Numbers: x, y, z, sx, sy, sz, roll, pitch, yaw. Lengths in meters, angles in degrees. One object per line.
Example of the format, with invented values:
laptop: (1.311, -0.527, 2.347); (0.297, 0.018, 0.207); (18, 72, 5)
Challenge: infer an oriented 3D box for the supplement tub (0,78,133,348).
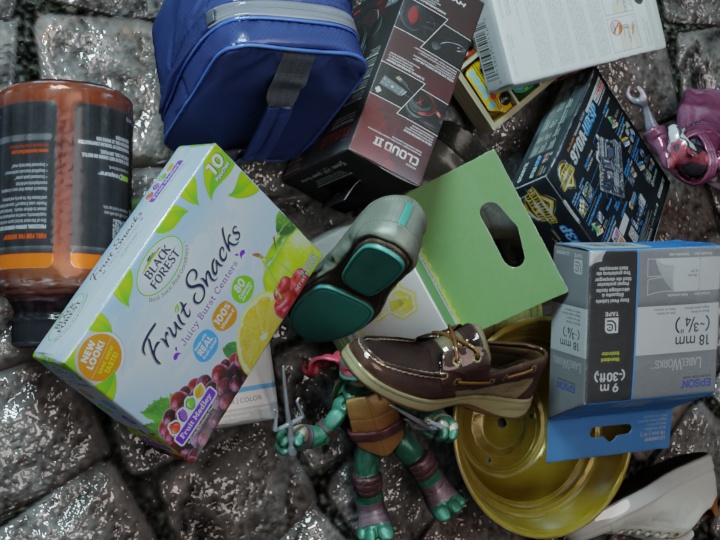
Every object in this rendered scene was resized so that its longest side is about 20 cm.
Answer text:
supplement tub: (-0.231, -0.040, 0.876); (0.107, 0.107, 0.200); (4, 83, -26)

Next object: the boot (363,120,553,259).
boot: (0.101, -0.036, 1.077); (0.200, 0.068, 0.131); (40, 81, -18)

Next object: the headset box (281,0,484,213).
headset box: (0.014, -0.144, 0.985); (0.075, 0.149, 0.200); (26, 74, -21)

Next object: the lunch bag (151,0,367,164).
lunch bag: (-0.089, -0.166, 0.916); (0.136, 0.200, 0.132); (2, 65, -24)

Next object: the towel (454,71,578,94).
towel: (0.132, -0.251, 1.127); (0.200, 0.022, 0.145); (-10, 91, -25)

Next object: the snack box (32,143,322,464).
snack box: (-0.132, 0.024, 0.860); (0.142, 0.053, 0.200); (46, 64, -34)

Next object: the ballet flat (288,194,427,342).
ballet flat: (0.000, 0.000, 0.926); (0.067, 0.200, 0.064); (29, 58, -11)

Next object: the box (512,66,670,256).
box: (0.228, -0.081, 1.094); (0.159, 0.046, 0.200); (51, 43, -21)

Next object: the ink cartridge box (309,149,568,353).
ink cartridge box: (0.057, 0.004, 0.979); (0.146, 0.200, 0.048); (61, 23, -8)

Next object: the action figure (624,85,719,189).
action figure: (0.348, -0.125, 1.163); (0.200, 0.134, 0.149); (-33, 126, -50)

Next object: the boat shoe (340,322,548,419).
boat shoe: (0.076, 0.071, 0.922); (0.200, 0.072, 0.072); (15, 115, -34)

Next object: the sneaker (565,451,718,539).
sneaker: (0.286, 0.247, 1.123); (0.200, 0.073, 0.085); (-13, 88, -28)

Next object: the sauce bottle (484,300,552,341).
sauce bottle: (0.149, 0.036, 1.084); (0.200, 0.065, 0.065); (-8, 89, -29)

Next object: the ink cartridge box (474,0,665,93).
ink cartridge box: (0.193, -0.271, 1.093); (0.200, 0.047, 0.160); (-17, 95, -28)

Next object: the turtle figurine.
turtle figurine: (0.015, 0.136, 0.960); (0.101, 0.150, 0.200); (-74, 149, -55)

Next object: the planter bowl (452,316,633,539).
planter bowl: (0.152, 0.145, 1.061); (0.200, 0.083, 0.201); (3, 84, -27)

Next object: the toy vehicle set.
toy vehicle set: (0.110, -0.248, 1.090); (0.124, 0.027, 0.200); (-41, 105, -21)

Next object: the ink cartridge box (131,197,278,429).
ink cartridge box: (-0.137, 0.033, 0.941); (0.104, 0.059, 0.200); (-6, 87, -27)

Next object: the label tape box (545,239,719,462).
label tape box: (0.244, 0.075, 1.007); (0.144, 0.063, 0.200); (-2, 97, -23)
